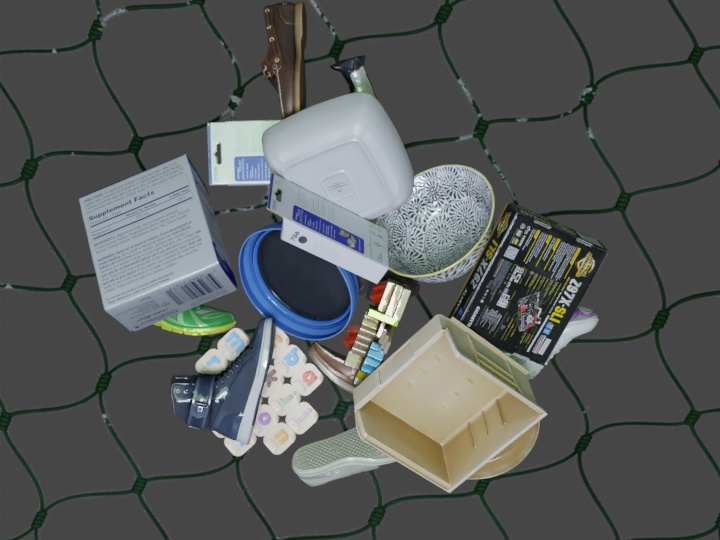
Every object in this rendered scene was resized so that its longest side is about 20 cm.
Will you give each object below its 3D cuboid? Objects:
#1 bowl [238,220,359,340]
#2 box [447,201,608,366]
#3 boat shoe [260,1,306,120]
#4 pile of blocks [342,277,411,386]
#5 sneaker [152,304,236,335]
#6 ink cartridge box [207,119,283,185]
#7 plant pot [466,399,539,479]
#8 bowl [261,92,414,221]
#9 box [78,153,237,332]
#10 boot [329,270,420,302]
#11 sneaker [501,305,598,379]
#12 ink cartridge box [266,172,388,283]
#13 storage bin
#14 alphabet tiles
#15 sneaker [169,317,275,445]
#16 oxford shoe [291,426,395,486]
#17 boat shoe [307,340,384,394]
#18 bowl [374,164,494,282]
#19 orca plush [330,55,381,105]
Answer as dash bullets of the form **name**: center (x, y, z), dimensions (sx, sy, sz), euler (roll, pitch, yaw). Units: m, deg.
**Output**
- **bowl**: center (-0.092, 0.014, 1.504), dimensions (0.199, 0.039, 0.202), euler (17, 129, 21)
- **box**: center (0.240, 0.022, 1.437), dimensions (0.159, 0.049, 0.201), euler (20, 108, -19)
- **boat shoe**: center (-0.117, -0.315, 1.514), dimensions (0.070, 0.070, 0.202), euler (-3, 72, 3)
- **pile of blocks**: center (0.011, 0.094, 1.450), dimensions (0.062, 0.082, 0.201), euler (20, 119, -3)
- **sneaker**: center (-0.290, 0.049, 1.549), dimensions (0.198, 0.074, 0.084), euler (16, 98, 1)
- **ink cartridge box**: center (-0.136, -0.183, 1.542), dimensions (0.198, 0.039, 0.101), euler (0, 93, 1)
- **plant pot**: center (0.178, 0.232, 1.544), dimensions (0.198, 0.028, 0.202), euler (1, 111, 3)
- **bowl**: center (-0.031, -0.143, 1.462), dimensions (0.198, 0.075, 0.200), euler (-20, 126, 15)
- **box**: center (-0.304, -0.040, 1.493), dimensions (0.182, 0.105, 0.201), euler (-21, 65, 3)
- **boot**: center (0.000, 0.000, 1.545), dimensions (0.199, 0.097, 0.075), euler (29, 102, 24)
- **sneaker**: center (0.276, 0.113, 1.546), dimensions (0.198, 0.075, 0.100), euler (-18, 112, 2)
- **ink cartridge box**: center (-0.052, -0.060, 1.418), dimensions (0.199, 0.100, 0.039), euler (27, 122, -18)
- **storage bin**: center (0.123, 0.191, 1.433), dimensions (0.198, 0.094, 0.200), euler (34, 116, -26)
- **alphabet tiles**: center (-0.165, 0.192, 1.582), dimensions (0.195, 0.015, 0.200), euler (-43, 91, 5)
- **sneaker**: center (-0.215, 0.156, 1.536), dimensions (0.145, 0.077, 0.204), euler (16, 96, -1)
- **oxford shoe**: center (-0.010, 0.292, 1.565), dimensions (0.198, 0.076, 0.058), euler (-14, 134, -5)
- **boat shoe**: center (0.008, 0.163, 1.551), dimensions (0.199, 0.076, 0.072), euler (35, 90, -9)
- **bowl**: center (0.127, -0.053, 1.504), dimensions (0.199, 0.094, 0.202), euler (-17, 51, 22)
- **orca plush**: center (-0.009, -0.222, 1.526), dimensions (0.071, 0.105, 0.201), euler (-5, 119, 39)
